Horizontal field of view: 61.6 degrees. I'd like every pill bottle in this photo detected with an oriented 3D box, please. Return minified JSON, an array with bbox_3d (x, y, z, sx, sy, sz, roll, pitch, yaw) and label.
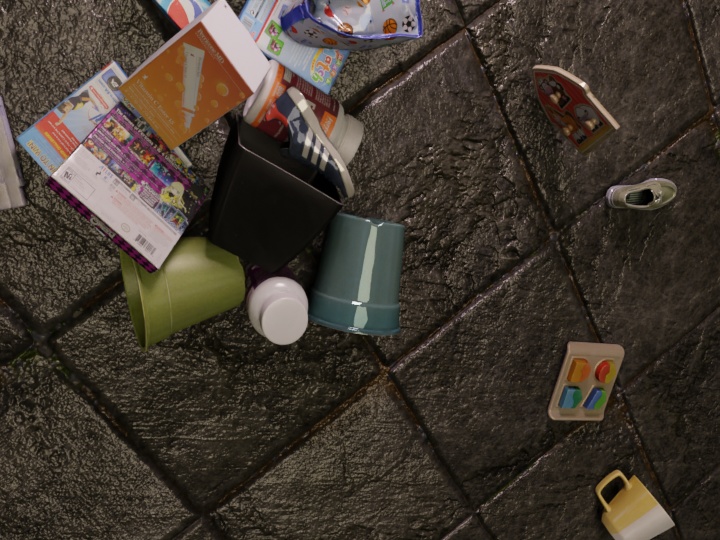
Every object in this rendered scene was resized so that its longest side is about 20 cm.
[{"bbox_3d":[-0.156,0.055,1.097,0.108,0.200,0.116,-6,109,-17],"label":"pill bottle"},{"bbox_3d":[-0.098,-0.266,1.064,0.196,0.114,0.117,26,97,-24],"label":"pill bottle"}]

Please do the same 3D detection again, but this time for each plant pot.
[{"bbox_3d":[-0.306,0.019,1.056,0.185,0.199,0.207,-12,111,-29],"label":"plant pot"},{"bbox_3d":[-0.166,-0.121,1.053,0.196,0.201,0.180,25,109,-24],"label":"plant pot"},{"bbox_3d":[0.000,0.000,1.151,0.194,0.200,0.204,8,97,-21],"label":"plant pot"}]

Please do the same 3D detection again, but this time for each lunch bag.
[{"bbox_3d":[-0.021,-0.421,0.974,0.194,0.170,0.128,-13,106,-18],"label":"lunch bag"}]

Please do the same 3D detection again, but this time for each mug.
[{"bbox_3d":[0.737,0.661,1.663,0.152,0.188,0.149,-41,148,7],"label":"mug"}]

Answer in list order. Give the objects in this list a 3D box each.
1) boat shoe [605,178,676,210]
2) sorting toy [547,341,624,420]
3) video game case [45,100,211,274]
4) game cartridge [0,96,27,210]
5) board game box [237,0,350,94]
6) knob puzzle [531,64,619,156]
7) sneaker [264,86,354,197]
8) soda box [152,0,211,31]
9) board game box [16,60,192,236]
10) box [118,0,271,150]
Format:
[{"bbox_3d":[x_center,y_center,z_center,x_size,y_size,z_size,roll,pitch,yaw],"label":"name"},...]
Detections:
[{"bbox_3d":[0.661,-0.169,1.397,0.193,0.062,0.075,-10,110,-18],"label":"boat shoe"},{"bbox_3d":[0.573,0.284,1.521,0.179,0.036,0.207,5,104,-21],"label":"sorting toy"},{"bbox_3d":[-0.350,-0.130,0.939,0.200,0.035,0.185,45,47,-26],"label":"video game case"},{"bbox_3d":[-0.614,-0.193,0.948,0.126,0.038,0.207,-13,110,-20],"label":"game cartridge"},{"bbox_3d":[-0.106,-0.426,1.055,0.196,0.037,0.154,29,94,-24],"label":"board game box"},{"bbox_3d":[0.402,-0.320,1.194,0.030,0.220,0.221,-40,115,-2],"label":"knob puzzle"},{"bbox_3d":[-0.085,-0.195,0.999,0.083,0.075,0.203,-33,110,3],"label":"sneaker"},{"bbox_3d":[-0.277,-0.419,0.978,0.064,0.068,0.200,-44,116,-1],"label":"soda box"},{"bbox_3d":[-0.416,-0.200,1.004,0.194,0.056,0.202,-38,115,-5],"label":"board game box"},{"bbox_3d":[-0.258,-0.303,0.947,0.196,0.099,0.125,-23,123,29],"label":"box"}]
